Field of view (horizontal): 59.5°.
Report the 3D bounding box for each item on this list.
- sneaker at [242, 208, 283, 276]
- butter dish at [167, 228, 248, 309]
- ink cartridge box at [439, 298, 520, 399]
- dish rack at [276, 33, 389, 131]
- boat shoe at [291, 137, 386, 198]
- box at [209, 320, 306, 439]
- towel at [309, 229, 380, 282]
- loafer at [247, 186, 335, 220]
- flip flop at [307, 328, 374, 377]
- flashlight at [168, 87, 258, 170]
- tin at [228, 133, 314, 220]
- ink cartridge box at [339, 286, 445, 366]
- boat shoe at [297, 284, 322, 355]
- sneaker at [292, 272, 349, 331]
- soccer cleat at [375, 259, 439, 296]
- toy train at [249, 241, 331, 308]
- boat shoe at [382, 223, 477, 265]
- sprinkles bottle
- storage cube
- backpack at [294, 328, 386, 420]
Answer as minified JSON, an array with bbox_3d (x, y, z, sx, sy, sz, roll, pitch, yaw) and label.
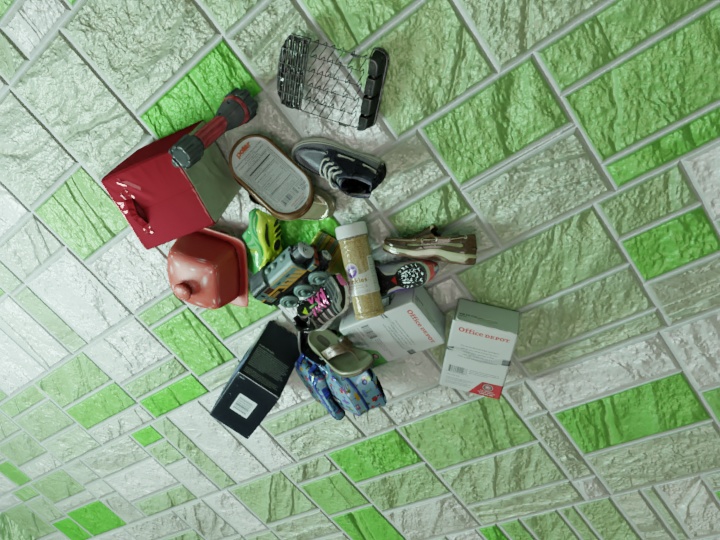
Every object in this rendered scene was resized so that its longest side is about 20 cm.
[{"bbox_3d":[-0.220,-0.060,1.421,0.084,0.074,0.201,43,143,29],"label":"sneaker"},{"bbox_3d":[-0.371,0.013,1.446,0.197,0.148,0.202,18,129,17],"label":"butter dish"},{"bbox_3d":[0.267,0.177,1.417,0.142,0.084,0.202,13,127,9],"label":"ink cartridge box"},{"bbox_3d":[-0.057,-0.353,1.172,0.198,0.055,0.155,18,125,6],"label":"dish rack"},{"bbox_3d":[-0.051,-0.202,1.246,0.197,0.093,0.075,13,127,7],"label":"boat shoe"},{"bbox_3d":[-0.254,0.269,1.566,0.123,0.199,0.200,34,126,-6],"label":"box"},{"bbox_3d":[-0.027,-0.010,1.419,0.199,0.018,0.086,31,127,-6],"label":"towel"},{"bbox_3d":[-0.151,-0.144,1.332,0.197,0.069,0.076,14,127,7],"label":"loafer"},{"bbox_3d":[-0.051,0.172,1.401,0.199,0.081,0.058,31,148,43],"label":"flip flop"},{"bbox_3d":[-0.276,-0.271,1.196,0.067,0.201,0.068,18,140,24],"label":"flashlight"},{"bbox_3d":[-0.180,-0.191,1.278,0.200,0.042,0.112,42,82,2],"label":"tin"},{"bbox_3d":[0.076,0.120,1.426,0.198,0.085,0.146,-22,124,28],"label":"ink cartridge box"},{"bbox_3d":[-0.118,0.125,1.507,0.071,0.069,0.202,20,127,2],"label":"boat shoe"},{"bbox_3d":[-0.091,0.079,1.367,0.074,0.087,0.200,62,143,20],"label":"sneaker"},{"bbox_3d":[0.078,0.013,1.364,0.198,0.073,0.069,-11,95,40],"label":"soccer cleat"},{"bbox_3d":[-0.154,0.011,1.389,0.113,0.086,0.199,23,132,-38],"label":"toy train"},{"bbox_3d":[0.146,-0.061,1.311,0.200,0.075,0.076,8,95,17],"label":"boat shoe"},{"bbox_3d":[0.000,0.000,1.333,0.068,0.068,0.203,-13,90,24],"label":"sprinkles bottle"},{"bbox_3d":[-0.383,-0.176,1.304,0.178,0.201,0.172,-17,117,19],"label":"storage cube"},{"bbox_3d":[-0.039,0.264,1.477,0.199,0.134,0.184,32,154,47],"label":"backpack"}]
